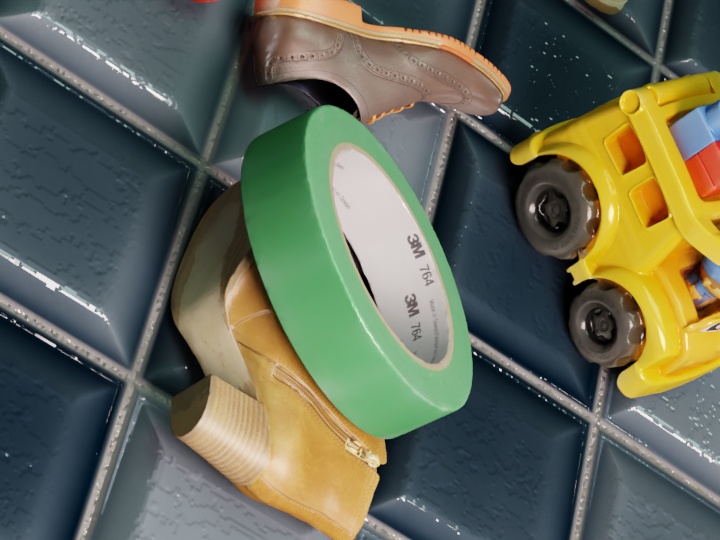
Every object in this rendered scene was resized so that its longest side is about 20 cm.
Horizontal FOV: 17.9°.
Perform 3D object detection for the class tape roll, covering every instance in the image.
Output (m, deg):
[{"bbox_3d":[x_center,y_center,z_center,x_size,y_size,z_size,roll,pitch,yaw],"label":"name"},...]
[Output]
[{"bbox_3d":[0.000,0.000,1.384,0.201,0.048,0.201,52,24,-35],"label":"tape roll"}]

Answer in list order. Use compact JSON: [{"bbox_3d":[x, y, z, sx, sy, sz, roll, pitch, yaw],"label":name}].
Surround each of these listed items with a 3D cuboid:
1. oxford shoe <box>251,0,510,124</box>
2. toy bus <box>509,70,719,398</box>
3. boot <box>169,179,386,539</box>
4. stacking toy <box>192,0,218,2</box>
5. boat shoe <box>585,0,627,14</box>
[{"bbox_3d":[0.011,-0.126,1.519,0.199,0.071,0.073,15,78,-29],"label":"oxford shoe"},{"bbox_3d":[0.226,-0.038,1.555,0.135,0.192,0.201,-14,78,-45],"label":"toy bus"},{"bbox_3d":[-0.042,0.055,1.373,0.144,0.071,0.202,35,45,-33],"label":"boot"},{"bbox_3d":[-0.138,-0.260,1.452,0.200,0.085,0.085,55,45,-10],"label":"stacking toy"},{"bbox_3d":[0.215,-0.280,1.765,0.073,0.065,0.201,33,49,-21],"label":"boat shoe"}]
